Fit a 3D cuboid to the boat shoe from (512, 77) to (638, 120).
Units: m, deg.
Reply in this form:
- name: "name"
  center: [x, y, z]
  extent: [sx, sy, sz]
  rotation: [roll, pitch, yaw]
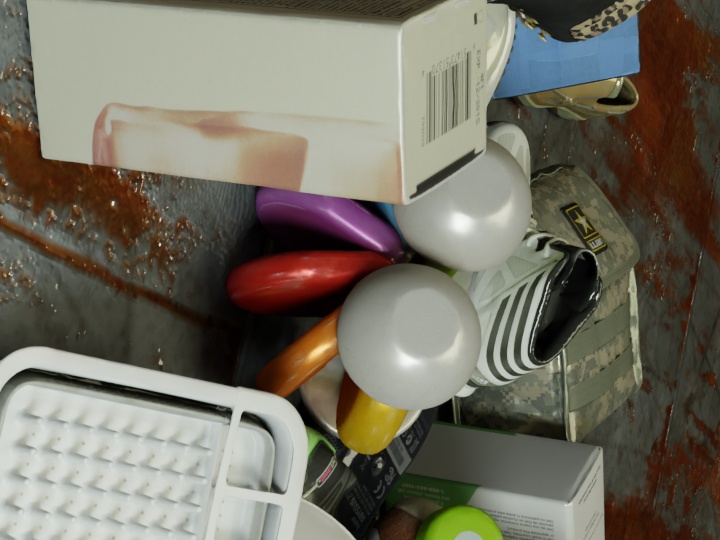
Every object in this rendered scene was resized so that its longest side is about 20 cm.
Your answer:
- name: "boat shoe"
  center: [0.177, -0.162, 1.475]
  extent: [0.200, 0.076, 0.072]
  rotation: [4, 94, -65]

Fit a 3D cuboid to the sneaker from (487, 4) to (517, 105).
- name: "sneaker"
  center: [0.036, -0.125, 1.177]
  extent: [0.093, 0.070, 0.200]
  rotation: [13, 97, -55]

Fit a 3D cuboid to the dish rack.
- name: "dish rack"
  center: [-0.123, 0.132, 0.901]
  extent: [0.200, 0.043, 0.172]
  rotation: [16, 83, -41]

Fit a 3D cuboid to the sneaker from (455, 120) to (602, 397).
- name: "sneaker"
  center: [0.114, -0.017, 1.189]
  extent: [0.076, 0.115, 0.201]
  rotation: [34, 55, -39]

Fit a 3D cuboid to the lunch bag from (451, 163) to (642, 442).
- name: "lunch bag"
  center: [0.145, 0.021, 1.421]
  extent: [0.164, 0.117, 0.201]
  rotation: [-27, 115, -59]

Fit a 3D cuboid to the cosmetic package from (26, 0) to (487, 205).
- name: "cosmetic package"
  center: [-0.048, -0.094, 0.875]
  extent: [0.103, 0.200, 0.087]
  rotation: [-34, 128, -56]

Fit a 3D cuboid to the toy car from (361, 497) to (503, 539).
- name: "toy car"
  center: [0.022, 0.266, 1.201]
  extent: [0.200, 0.158, 0.164]
  rotation: [-43, -177, -18]

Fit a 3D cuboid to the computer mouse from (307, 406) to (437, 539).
- name: "computer mouse"
  center: [-0.020, 0.129, 1.183]
  extent: [0.200, 0.053, 0.139]
  rotation: [-53, 146, -26]

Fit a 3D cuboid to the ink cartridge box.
- name: "ink cartridge box"
  center: [0.103, 0.224, 1.348]
  extent: [0.084, 0.144, 0.200]
  rotation: [-46, 137, -54]

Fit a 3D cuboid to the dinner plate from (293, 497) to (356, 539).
- name: "dinner plate"
  center: [-0.068, 0.217, 0.983]
  extent: [0.200, 0.024, 0.201]
  rotation: [1, 89, -25]

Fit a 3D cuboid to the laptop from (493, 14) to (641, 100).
- name: "laptop"
  center: [0.108, -0.186, 1.277]
  extent: [0.200, 0.116, 0.188]
  rotation: [-50, 139, -49]

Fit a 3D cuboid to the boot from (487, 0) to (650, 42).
- name: "boot"
  center: [0.079, -0.181, 1.112]
  extent: [0.151, 0.200, 0.073]
  rotation: [20, 56, -61]

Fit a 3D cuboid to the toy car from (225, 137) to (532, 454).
- name: "toy car"
  center: [0.000, 0.000, 1.078]
  extent: [0.175, 0.150, 0.200]
  rotation: [130, -16, -68]

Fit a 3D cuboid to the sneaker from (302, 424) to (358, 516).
- name: "sneaker"
  center: [-0.054, 0.189, 1.048]
  extent: [0.084, 0.077, 0.200]
  rotation: [29, 80, -32]
